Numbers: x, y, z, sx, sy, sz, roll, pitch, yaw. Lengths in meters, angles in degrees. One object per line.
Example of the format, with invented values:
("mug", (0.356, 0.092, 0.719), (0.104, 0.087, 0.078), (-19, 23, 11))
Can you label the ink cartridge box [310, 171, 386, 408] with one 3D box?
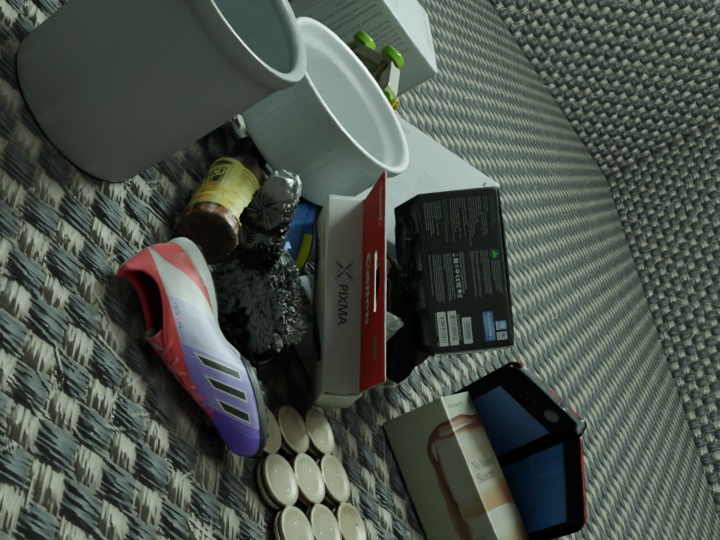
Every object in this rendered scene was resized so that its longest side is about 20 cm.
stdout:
("ink cartridge box", (-0.014, 0.023, 0.971), (0.176, 0.044, 0.202), (127, -35, -72))

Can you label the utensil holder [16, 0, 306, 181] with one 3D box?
("utensil holder", (-0.174, -0.193, 0.878), (0.170, 0.199, 0.171), (46, 28, -33))

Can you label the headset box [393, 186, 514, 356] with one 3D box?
("headset box", (0.100, 0.003, 1.142), (0.200, 0.092, 0.176), (162, -78, -83))

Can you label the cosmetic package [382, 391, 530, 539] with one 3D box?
("cosmetic package", (0.115, 0.252, 1.162), (0.103, 0.087, 0.201), (1, 64, -64))

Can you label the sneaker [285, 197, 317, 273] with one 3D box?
("sneaker", (-0.094, -0.059, 1.085), (0.078, 0.066, 0.201), (29, 25, -15))

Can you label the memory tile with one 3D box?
("memory tile", (-0.045, 0.223, 0.938), (0.153, 0.017, 0.201), (17, 49, -61))

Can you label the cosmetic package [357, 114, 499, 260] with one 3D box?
("cosmetic package", (0.058, -0.099, 1.276), (0.199, 0.151, 0.052), (34, -15, -7))

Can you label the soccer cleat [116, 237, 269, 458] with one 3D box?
("soccer cleat", (-0.143, 0.073, 0.848), (0.073, 0.068, 0.201), (-20, 87, -44))

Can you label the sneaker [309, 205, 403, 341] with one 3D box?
("sneaker", (0.000, 0.000, 1.108), (0.075, 0.082, 0.201), (25, 41, -55))

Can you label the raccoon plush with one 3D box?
("raccoon plush", (-0.069, 0.004, 0.933), (0.097, 0.201, 0.134), (38, 20, 12))

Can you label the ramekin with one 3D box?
("ramekin", (-0.044, -0.168, 1.097), (0.200, 0.097, 0.201), (44, 27, -29))

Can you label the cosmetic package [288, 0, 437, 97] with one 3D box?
("cosmetic package", (-0.010, -0.368, 1.483), (0.200, 0.166, 0.168), (46, 27, -38))

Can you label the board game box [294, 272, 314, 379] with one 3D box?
("board game box", (-0.024, 0.060, 1.143), (0.127, 0.034, 0.200), (63, 22, 4))

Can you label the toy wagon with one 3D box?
("toy wagon", (-0.012, -0.221, 1.261), (0.200, 0.155, 0.040), (40, -6, 46))

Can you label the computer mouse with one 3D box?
("computer mouse", (0.050, 0.034, 1.104), (0.059, 0.034, 0.202), (-115, -154, -60))

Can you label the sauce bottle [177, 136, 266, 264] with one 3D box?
("sauce bottle", (-0.135, -0.080, 1.022), (0.066, 0.066, 0.200), (53, 21, -21))

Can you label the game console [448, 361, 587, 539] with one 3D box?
("game console", (0.170, 0.230, 1.199), (0.172, 0.200, 0.119), (43, 52, -6))

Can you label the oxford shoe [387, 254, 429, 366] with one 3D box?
("oxford shoe", (0.064, 0.038, 1.299), (0.073, 0.084, 0.201), (36, 33, -45))
